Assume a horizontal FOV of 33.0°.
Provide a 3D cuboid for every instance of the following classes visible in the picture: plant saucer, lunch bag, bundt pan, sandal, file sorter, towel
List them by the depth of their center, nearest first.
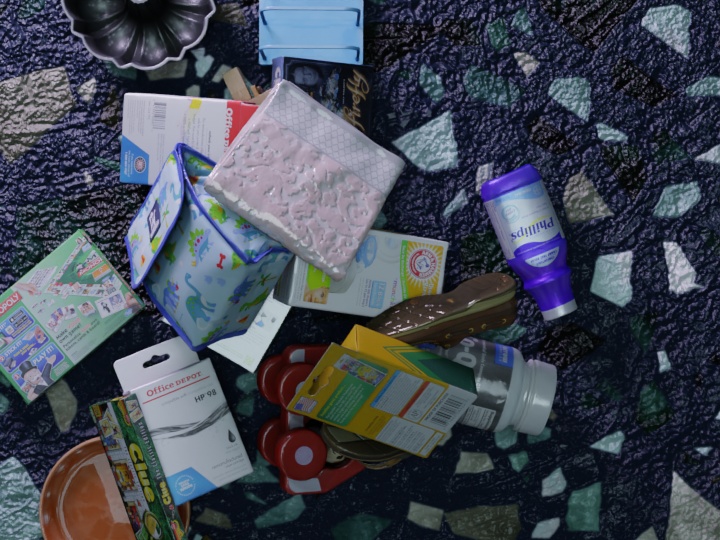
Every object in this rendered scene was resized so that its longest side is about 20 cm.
[{"bbox_3d":[-0.063,-0.114,1.477,0.199,0.032,0.192,34,62,-7],"label":"towel"},{"bbox_3d":[-0.201,-0.032,1.505,0.200,0.127,0.170,49,125,19],"label":"lunch bag"},{"bbox_3d":[-0.063,-0.371,1.554,0.138,0.123,0.202,0,91,-2],"label":"file sorter"},{"bbox_3d":[0.020,0.220,1.555,0.082,0.200,0.055,45,112,27],"label":"sandal"},{"bbox_3d":[-0.281,-0.354,1.572,0.200,0.076,0.203,0,91,-1],"label":"bundt pan"},{"bbox_3d":[-0.324,0.318,1.613,0.199,0.032,0.202,0,91,-1],"label":"plant saucer"}]

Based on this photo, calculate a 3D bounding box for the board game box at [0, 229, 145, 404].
[{"bbox_3d":[-0.403,0.061,1.605,0.200,0.029,0.135,-39,91,0],"label":"board game box"}]

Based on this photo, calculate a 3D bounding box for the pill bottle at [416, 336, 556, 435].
[{"bbox_3d":[0.146,0.144,1.577,0.199,0.114,0.115,14,91,-2],"label":"pill bottle"}]

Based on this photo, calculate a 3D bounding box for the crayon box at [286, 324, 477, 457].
[{"bbox_3d":[0.025,0.144,1.475,0.199,0.052,0.126,21,126,-20],"label":"crayon box"}]

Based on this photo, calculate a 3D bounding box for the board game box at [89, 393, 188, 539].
[{"bbox_3d":[-0.284,0.259,1.551,0.023,0.105,0.201,-21,92,-41],"label":"board game box"}]

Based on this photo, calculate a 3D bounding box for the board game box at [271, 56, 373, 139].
[{"bbox_3d":[-0.051,-0.169,1.575,0.135,0.035,0.202,0,92,-30],"label":"board game box"}]

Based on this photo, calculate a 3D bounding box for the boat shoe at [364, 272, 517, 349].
[{"bbox_3d":[0.103,0.067,1.499,0.199,0.072,0.068,-18,116,-7],"label":"boat shoe"}]

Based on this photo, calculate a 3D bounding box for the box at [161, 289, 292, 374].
[{"bbox_3d":[-0.152,0.015,1.607,0.144,0.036,0.201,30,92,-2],"label":"box"}]

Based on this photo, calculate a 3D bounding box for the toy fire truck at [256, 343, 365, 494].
[{"bbox_3d":[-0.042,0.190,1.586,0.167,0.112,0.202,-1,93,-20],"label":"toy fire truck"}]

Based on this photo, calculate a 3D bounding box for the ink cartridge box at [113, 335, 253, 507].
[{"bbox_3d":[-0.232,0.191,1.575,0.115,0.067,0.201,-22,90,-19],"label":"ink cartridge box"}]

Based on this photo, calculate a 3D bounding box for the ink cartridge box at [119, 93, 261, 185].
[{"bbox_3d":[-0.202,-0.163,1.561,0.199,0.067,0.117,6,98,10],"label":"ink cartridge box"}]

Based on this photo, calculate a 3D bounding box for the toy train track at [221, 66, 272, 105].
[{"bbox_3d":[-0.126,-0.171,1.598,0.114,0.033,0.201,-25,91,13],"label":"toy train track"}]

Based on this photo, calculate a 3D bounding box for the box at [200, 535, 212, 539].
[{"bbox_3d":[-0.224,0.471,1.539,0.122,0.193,0.200,40,91,-2],"label":"box"}]

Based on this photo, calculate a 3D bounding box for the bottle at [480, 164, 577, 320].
[{"bbox_3d":[0.227,-0.035,1.598,0.083,0.065,0.201,-21,92,-2],"label":"bottle"}]

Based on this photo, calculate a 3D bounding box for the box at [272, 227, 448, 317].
[{"bbox_3d":[0.000,0.000,1.554,0.199,0.101,0.113,9,91,-16],"label":"box"}]
